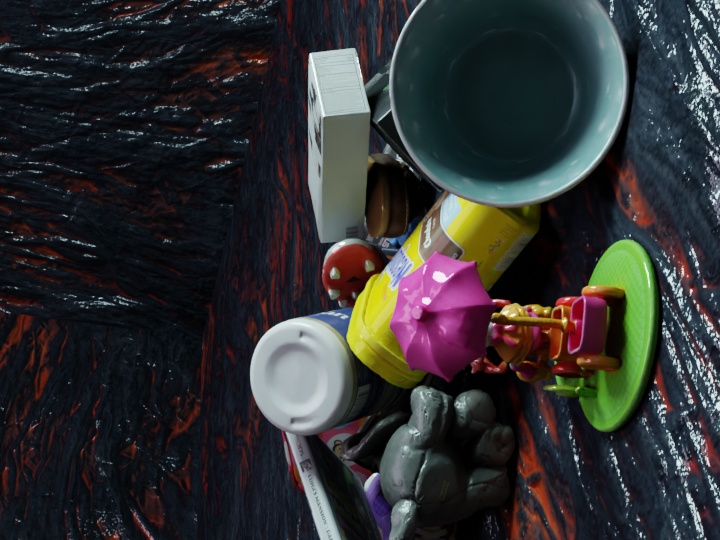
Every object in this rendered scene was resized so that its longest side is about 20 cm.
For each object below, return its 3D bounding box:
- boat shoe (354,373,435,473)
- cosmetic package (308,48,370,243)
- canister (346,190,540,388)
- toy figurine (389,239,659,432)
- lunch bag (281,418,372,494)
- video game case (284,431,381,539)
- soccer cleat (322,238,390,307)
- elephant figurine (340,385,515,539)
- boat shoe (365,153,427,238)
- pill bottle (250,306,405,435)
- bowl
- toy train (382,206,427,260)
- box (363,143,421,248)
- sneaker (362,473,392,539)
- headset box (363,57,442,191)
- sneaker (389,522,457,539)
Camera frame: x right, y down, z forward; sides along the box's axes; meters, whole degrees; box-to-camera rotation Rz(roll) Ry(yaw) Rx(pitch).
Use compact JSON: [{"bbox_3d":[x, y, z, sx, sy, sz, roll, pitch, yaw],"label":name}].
[{"bbox_3d":[0.045,0.129,1.539,0.074,0.063,0.202,104,-169,-60],"label":"boat shoe"},{"bbox_3d":[-0.024,-0.120,1.397,0.201,0.050,0.083,93,169,-55],"label":"cosmetic package"},{"bbox_3d":[0.081,-0.005,1.332,0.201,0.086,0.149,-52,8,22],"label":"canister"},{"bbox_3d":[0.110,0.043,1.111,0.200,0.182,0.152,146,132,-75],"label":"toy figurine"},{"bbox_3d":[-0.007,0.157,1.638,0.082,0.174,0.202,-91,-8,-69],"label":"lunch bag"},{"bbox_3d":[-0.011,0.261,1.428,0.183,0.023,0.200,68,-173,31],"label":"video game case"},{"bbox_3d":[0.000,0.000,1.494,0.200,0.068,0.086,57,-160,-63],"label":"soccer cleat"},{"bbox_3d":[0.054,0.183,1.367,0.200,0.154,0.143,-13,78,64],"label":"elephant figurine"},{"bbox_3d":[0.036,-0.081,1.458,0.200,0.070,0.071,-107,26,-69],"label":"boat shoe"},{"bbox_3d":[-0.015,0.094,1.410,0.199,0.110,0.112,-8,-69,-62],"label":"pill bottle"},{"bbox_3d":[0.128,-0.155,1.210,0.105,0.199,0.203,-13,-68,-81],"label":"bowl"},{"bbox_3d":[0.076,-0.014,1.553,0.200,0.086,0.116,-171,83,-77],"label":"toy train"},{"bbox_3d":[0.033,-0.090,1.797,0.200,0.049,0.159,117,172,-57],"label":"box"},{"bbox_3d":[0.041,0.319,1.538,0.088,0.080,0.203,169,103,-70],"label":"sneaker"},{"bbox_3d":[0.092,-0.181,1.362,0.174,0.093,0.200,-44,15,2],"label":"headset box"},{"bbox_3d":[0.066,0.255,1.441,0.091,0.074,0.201,102,168,-47],"label":"sneaker"}]
